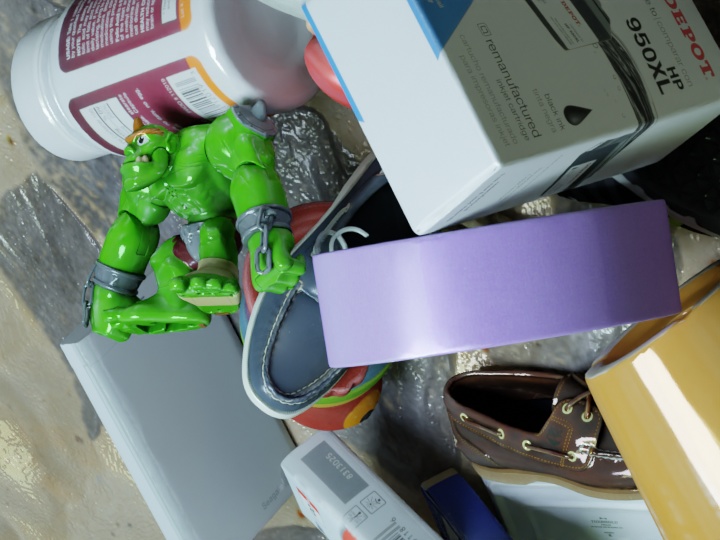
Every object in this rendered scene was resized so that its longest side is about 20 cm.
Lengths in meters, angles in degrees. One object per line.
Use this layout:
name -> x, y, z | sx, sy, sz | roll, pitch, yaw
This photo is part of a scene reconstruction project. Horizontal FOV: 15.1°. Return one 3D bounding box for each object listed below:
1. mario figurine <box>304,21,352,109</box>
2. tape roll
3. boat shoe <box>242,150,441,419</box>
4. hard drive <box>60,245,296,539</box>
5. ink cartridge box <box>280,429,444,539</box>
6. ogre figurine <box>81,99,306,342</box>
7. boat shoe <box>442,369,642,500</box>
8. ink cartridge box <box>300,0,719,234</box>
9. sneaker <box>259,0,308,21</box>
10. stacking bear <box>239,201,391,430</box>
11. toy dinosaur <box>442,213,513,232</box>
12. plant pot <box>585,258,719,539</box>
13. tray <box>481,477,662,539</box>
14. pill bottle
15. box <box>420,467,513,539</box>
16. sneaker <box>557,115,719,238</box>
mario figurine -> 0.023, -0.185, 1.597 | 0.124, 0.105, 0.201 | 56, 141, 44
tape roll -> 0.076, 0.007, 1.506 | 0.199, 0.199, 0.066 | -8, 91, 41
boat shoe -> 0.000, 0.000, 1.617 | 0.075, 0.200, 0.062 | 42, 159, -12
hard drive -> -0.119, 0.097, 1.871 | 0.026, 0.132, 0.201 | -8, 117, 41
ink cartridge box -> 0.026, 0.215, 1.840 | 0.162, 0.050, 0.201 | 43, 160, 33
ogre figurine -> -0.102, -0.030, 1.640 | 0.097, 0.121, 0.200 | 6, 164, -17
boat shoe -> 0.137, 0.099, 1.721 | 0.199, 0.070, 0.071 | -1, 126, 38
ink cartridge box -> 0.089, -0.119, 1.462 | 0.084, 0.199, 0.145 | -39, 74, 47
sneaker -> 0.022, -0.141, 1.518 | 0.199, 0.073, 0.072 | 34, 177, -13
stacking bear -> -0.022, 0.043, 1.746 | 0.114, 0.121, 0.200 | 40, 162, 13
toy dinosaur -> 0.087, -0.016, 1.693 | 0.101, 0.058, 0.200 | 43, 148, -21
plant pot -> 0.232, 0.094, 1.554 | 0.184, 0.200, 0.200 | 52, 138, -3
tray -> 0.165, 0.164, 1.789 | 0.199, 0.022, 0.108 | -2, 122, 39
pill bottle -> -0.122, -0.135, 1.701 | 0.199, 0.114, 0.115 | -13, 114, 43
box -> 0.098, 0.219, 1.787 | 0.200, 0.032, 0.122 | -128, 13, -69
sneaker -> 0.151, -0.071, 1.592 | 0.199, 0.072, 0.083 | 30, 157, 18
